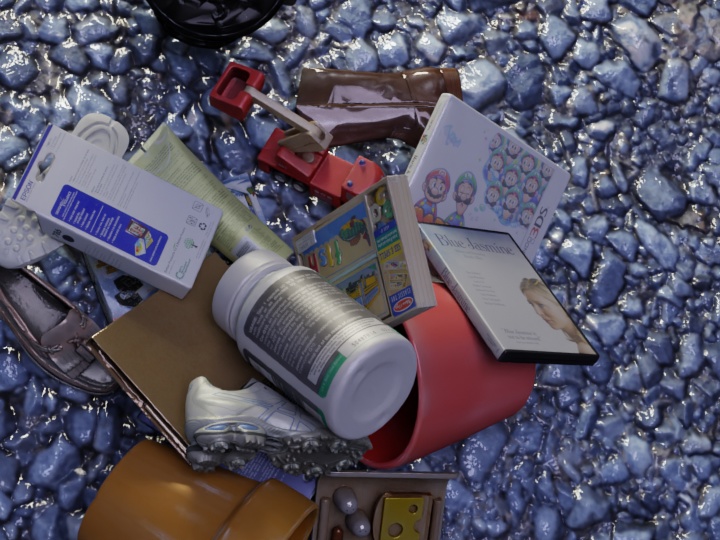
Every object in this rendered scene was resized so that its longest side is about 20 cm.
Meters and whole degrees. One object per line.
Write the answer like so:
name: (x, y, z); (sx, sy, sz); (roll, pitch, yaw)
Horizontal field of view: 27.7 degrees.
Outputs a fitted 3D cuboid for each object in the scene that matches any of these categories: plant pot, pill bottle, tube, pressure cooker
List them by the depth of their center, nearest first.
pill bottle: (-0.049, 0.066, 1.420); (0.113, 0.114, 0.200); (-38, 51, -22)
plant pot: (-0.169, 0.267, 1.436); (0.182, 0.200, 0.201); (32, 68, 9)
plant pot: (0.076, 0.099, 1.549); (0.176, 0.200, 0.202); (-6, 77, -34)
tube: (-0.159, -0.066, 1.550); (0.200, 0.052, 0.058); (40, 38, 1)
pressure cooker: (-0.157, -0.341, 1.590); (0.178, 0.200, 0.177); (-27, 105, 0)

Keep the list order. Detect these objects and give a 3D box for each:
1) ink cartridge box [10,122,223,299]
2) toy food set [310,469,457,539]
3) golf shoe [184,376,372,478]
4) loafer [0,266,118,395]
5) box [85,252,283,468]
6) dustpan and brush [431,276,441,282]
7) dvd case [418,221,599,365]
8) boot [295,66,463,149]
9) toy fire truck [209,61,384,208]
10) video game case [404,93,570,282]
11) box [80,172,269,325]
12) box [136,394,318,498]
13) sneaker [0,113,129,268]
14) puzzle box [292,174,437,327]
ink cartridge box: (-0.245, -0.059, 1.469); (0.199, 0.039, 0.100); (28, 61, -12)
toy food set: (0.022, 0.300, 1.510); (0.142, 0.060, 0.202); (2, 105, -16)
golf shoe: (-0.079, 0.144, 1.419); (0.199, 0.078, 0.098); (11, 47, -33)
loafer: (-0.324, 0.052, 1.501); (0.200, 0.063, 0.072); (42, 68, -3)
box: (-0.156, 0.085, 1.473); (0.164, 0.021, 0.200); (47, 43, 5)
dustpan and brush: (0.017, 0.001, 1.619); (0.199, 0.057, 0.140); (-28, 86, -21)
dvd case: (0.152, 0.024, 1.540); (0.142, 0.018, 0.201); (5, 39, -38)
boot: (0.023, -0.145, 1.661); (0.198, 0.064, 0.188); (-4, 73, -17)
toy fire truck: (-0.063, -0.137, 1.583); (0.199, 0.141, 0.049); (27, 70, 10)
video game case: (0.129, -0.071, 1.634); (0.199, 0.024, 0.183); (29, 83, -31)
box: (-0.190, -0.010, 1.571); (0.199, 0.040, 0.138); (-19, 81, -20)
box: (-0.119, 0.158, 1.530); (0.199, 0.032, 0.122); (32, 80, 3)
sneaker: (-0.311, -0.071, 1.514); (0.076, 0.080, 0.200); (40, 60, -5)
puzzle box: (0.000, 0.000, 1.466); (0.025, 0.200, 0.134); (-6, 76, -33)
